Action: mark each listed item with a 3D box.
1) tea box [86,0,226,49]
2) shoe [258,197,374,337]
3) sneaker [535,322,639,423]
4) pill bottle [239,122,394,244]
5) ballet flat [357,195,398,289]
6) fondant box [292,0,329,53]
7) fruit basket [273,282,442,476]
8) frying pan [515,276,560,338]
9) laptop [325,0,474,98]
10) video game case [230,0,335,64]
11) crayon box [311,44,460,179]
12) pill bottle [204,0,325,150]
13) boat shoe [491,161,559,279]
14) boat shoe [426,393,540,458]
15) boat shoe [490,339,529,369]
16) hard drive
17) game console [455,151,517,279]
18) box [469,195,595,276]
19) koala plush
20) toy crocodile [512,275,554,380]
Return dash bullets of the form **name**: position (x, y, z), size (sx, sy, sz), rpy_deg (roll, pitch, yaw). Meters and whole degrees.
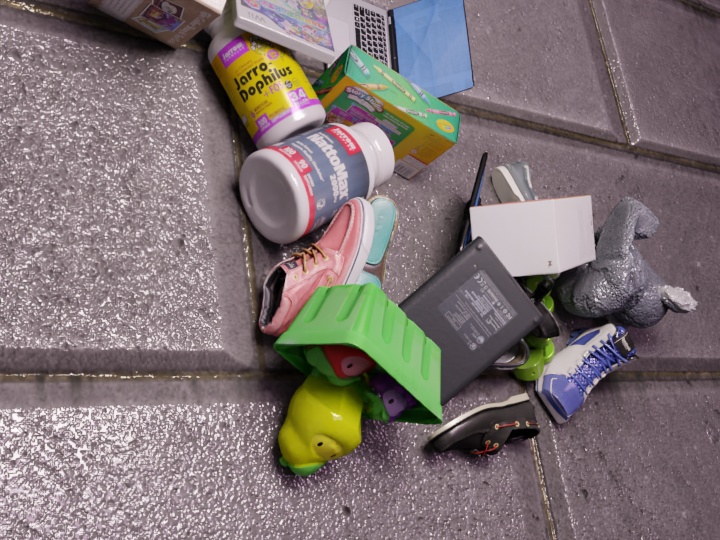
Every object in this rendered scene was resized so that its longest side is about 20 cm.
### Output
- **tea box**: position (-0.220, -0.401, 1.036), size (0.132, 0.199, 0.201), rpy_deg (21, 81, -26)
- **shoe**: position (-0.055, -0.004, 1.057), size (0.090, 0.071, 0.204), rpy_deg (22, 88, -34)
- **sneaker**: position (0.353, 0.134, 1.311), size (0.081, 0.115, 0.199), rpy_deg (51, 49, -3)
- **pill bottle**: position (-0.050, -0.125, 1.127), size (0.199, 0.119, 0.121), rpy_deg (-30, 88, -41)
- **ballet flat**: position (0.000, 0.000, 1.136), size (0.070, 0.070, 0.204), rpy_deg (23, 77, -25)
- **fondant box**: position (-0.138, -0.428, 1.235), size (0.199, 0.058, 0.146), rpy_deg (38, 55, -18)
- **fruit basket**: position (-0.012, 0.144, 1.003), size (0.213, 0.153, 0.221), rpy_deg (6, 82, -50)
- **frying pan**: position (0.245, 0.057, 1.186), size (0.031, 0.190, 0.115), rpy_deg (-42, 100, -8)
- **laptop**: position (0.054, -0.357, 1.312), size (0.197, 0.115, 0.191), rpy_deg (12, 62, -32)
- **video game case**: position (-0.108, -0.365, 1.142), size (0.141, 0.018, 0.203), rpy_deg (16, 45, -30)
- **crayon box**: position (0.031, -0.221, 1.230), size (0.197, 0.118, 0.059), rpy_deg (27, 55, -24)
- **pill bottle**: position (-0.134, -0.262, 1.136), size (0.103, 0.104, 0.203), rpy_deg (-28, 87, -41)
- **boat shoe**: position (0.282, -0.085, 1.377), size (0.061, 0.073, 0.203), rpy_deg (-22, 77, -18)
- **boat shoe**: position (0.172, 0.217, 1.166), size (0.199, 0.074, 0.064), rpy_deg (-5, 64, -43)
- **boat shoe**: position (0.148, 0.091, 1.196), size (0.196, 0.060, 0.077), rpy_deg (10, 95, -26)
- **hard drive**: position (0.125, 0.074, 1.140), size (0.199, 0.033, 0.140), rpy_deg (-40, 96, 3)
- **game console**: position (0.194, -0.034, 1.269), size (0.174, 0.116, 0.203), rpy_deg (34, 54, -19)
- **box**: position (0.250, -0.051, 1.228), size (0.199, 0.122, 0.100), rpy_deg (-12, 97, -61)
- **koala plush**: position (0.424, 0.026, 1.384), size (0.199, 0.176, 0.187), rpy_deg (34, 54, -27)
- **toy crocodile**: position (0.263, 0.072, 1.313), size (0.068, 0.060, 0.204), rpy_deg (63, 29, -56)
